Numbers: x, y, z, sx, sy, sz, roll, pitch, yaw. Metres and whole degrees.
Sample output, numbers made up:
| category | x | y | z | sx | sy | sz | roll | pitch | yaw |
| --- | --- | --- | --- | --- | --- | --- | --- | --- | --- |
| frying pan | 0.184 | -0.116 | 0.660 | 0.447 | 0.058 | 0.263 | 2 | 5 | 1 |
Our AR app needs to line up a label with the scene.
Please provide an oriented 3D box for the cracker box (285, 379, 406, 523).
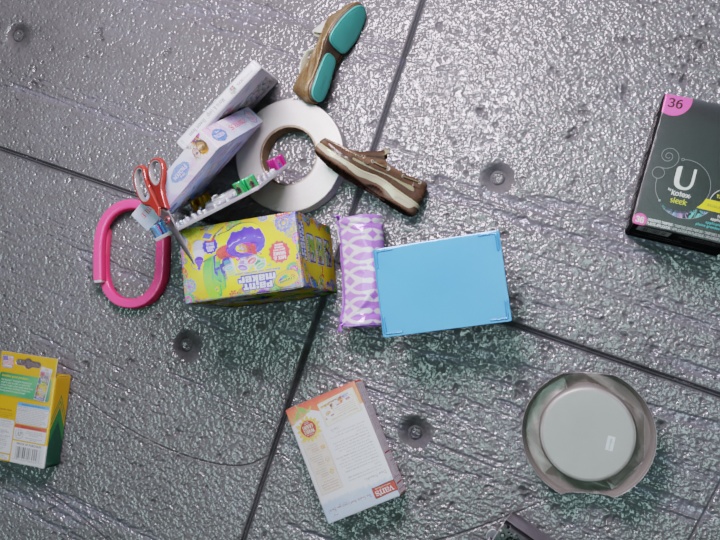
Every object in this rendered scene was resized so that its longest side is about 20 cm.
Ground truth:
| category | x | y | z | sx | sy | sz | roll | pitch | yaw |
| --- | --- | --- | --- | --- | --- | --- | --- | --- | --- |
| cracker box | -0.025 | 0.300 | 1.317 | 0.133 | 0.058 | 0.201 | -24 | 79 | 12 |

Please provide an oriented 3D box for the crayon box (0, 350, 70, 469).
| category | x | y | z | sx | sy | sz | roll | pitch | yaw |
| --- | --- | --- | --- | --- | --- | --- | --- | --- | --- |
| crayon box | -0.615 | 0.256 | 1.468 | 0.125 | 0.052 | 0.201 | 6 | 88 | 14 |

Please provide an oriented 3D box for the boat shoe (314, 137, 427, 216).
| category | x | y | z | sx | sy | sz | roll | pitch | yaw |
| --- | --- | --- | --- | --- | --- | --- | --- | --- | --- |
| boat shoe | 0.022 | -0.172 | 1.324 | 0.202 | 0.075 | 0.075 | 32 | 86 | -11 |

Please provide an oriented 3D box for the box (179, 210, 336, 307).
| category | x | y | z | sx | sy | sz | roll | pitch | yaw |
| --- | --- | --- | --- | --- | --- | --- | --- | --- | --- |
| box | -0.164 | -0.012 | 1.306 | 0.199 | 0.193 | 0.123 | -8 | 84 | 13 |

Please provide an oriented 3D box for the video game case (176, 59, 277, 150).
| category | x | y | z | sx | sy | sz | roll | pitch | yaw |
| --- | --- | --- | --- | --- | --- | --- | --- | --- | --- |
| video game case | -0.221 | -0.273 | 1.339 | 0.024 | 0.200 | 0.182 | 45 | 97 | -4 |

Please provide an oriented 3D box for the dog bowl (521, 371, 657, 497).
| category | x | y | z | sx | sy | sz | roll | pitch | yaw |
| --- | --- | --- | --- | --- | --- | --- | --- | --- | --- |
| dog bowl | 0.353 | 0.252 | 1.227 | 0.199 | 0.059 | 0.201 | -1 | 86 | 14 |

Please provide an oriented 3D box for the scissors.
| category | x | y | z | sx | sy | sz | roll | pitch | yaw |
| --- | --- | --- | --- | --- | --- | --- | --- | --- | --- |
| scissors | -0.304 | -0.083 | 1.216 | 0.073 | 0.014 | 0.201 | -30 | 72 | 27 |

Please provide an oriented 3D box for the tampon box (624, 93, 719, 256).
| category | x | y | z | sx | sy | sz | roll | pitch | yaw |
| --- | --- | --- | --- | --- | --- | --- | --- | --- | --- |
| tampon box | 0.500 | -0.141 | 1.187 | 0.149 | 0.126 | 0.201 | 14 | 89 | 14 |

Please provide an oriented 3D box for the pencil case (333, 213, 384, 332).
| category | x | y | z | sx | sy | sz | roll | pitch | yaw |
| --- | --- | --- | --- | --- | --- | --- | --- | --- | --- |
| pencil case | 0.000 | 0.000 | 1.319 | 0.085 | 0.084 | 0.201 | -1 | 83 | -20 |

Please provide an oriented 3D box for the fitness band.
| category | x | y | z | sx | sy | sz | roll | pitch | yaw |
| --- | --- | --- | --- | --- | --- | --- | --- | --- | --- |
| fitness band | -0.420 | -0.030 | 1.451 | 0.143 | 0.037 | 0.201 | -1 | 87 | 13 |

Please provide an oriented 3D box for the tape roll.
| category | x | y | z | sx | sy | sz | roll | pitch | yaw |
| --- | --- | --- | --- | --- | --- | --- | --- | --- | --- |
| tape roll | -0.121 | -0.200 | 1.391 | 0.202 | 0.037 | 0.204 | -1 | 86 | 14 |

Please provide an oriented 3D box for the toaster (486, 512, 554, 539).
| category | x | y | z | sx | sy | sz | roll | pitch | yaw |
| --- | --- | --- | --- | --- | --- | --- | --- | --- | --- |
| toaster | 0.255 | 0.496 | 1.201 | 0.199 | 0.119 | 0.181 | 32 | 94 | 14 |

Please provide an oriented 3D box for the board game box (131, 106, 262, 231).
| category | x | y | z | sx | sy | sz | roll | pitch | yaw |
| --- | --- | --- | --- | --- | --- | --- | --- | --- | --- |
| board game box | -0.269 | -0.173 | 1.316 | 0.041 | 0.200 | 0.200 | 44 | 115 | -6 |

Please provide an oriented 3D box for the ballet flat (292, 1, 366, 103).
| category | x | y | z | sx | sy | sz | roll | pitch | yaw |
| --- | --- | --- | --- | --- | --- | --- | --- | --- | --- |
| ballet flat | -0.063 | -0.385 | 1.377 | 0.072 | 0.068 | 0.201 | 21 | 84 | 35 |

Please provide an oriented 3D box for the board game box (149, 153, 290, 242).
| category | x | y | z | sx | sy | sz | roll | pitch | yaw |
| --- | --- | --- | --- | --- | --- | --- | --- | --- | --- |
| board game box | -0.227 | -0.124 | 1.293 | 0.199 | 0.200 | 0.026 | -25 | 103 | 17 |

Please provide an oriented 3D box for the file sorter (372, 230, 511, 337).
| category | x | y | z | sx | sy | sz | roll | pitch | yaw |
| --- | --- | --- | --- | --- | --- | --- | --- | --- | --- |
| file sorter | 0.136 | 0.026 | 1.265 | 0.199 | 0.123 | 0.140 | -8 | 83 | 13 |
